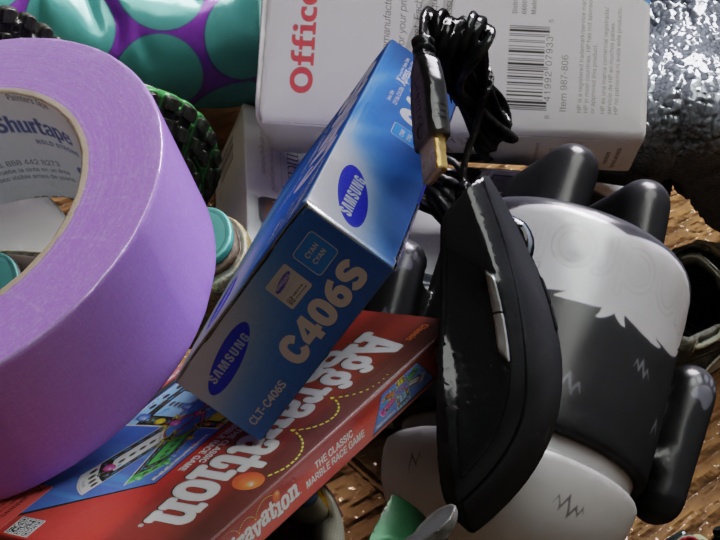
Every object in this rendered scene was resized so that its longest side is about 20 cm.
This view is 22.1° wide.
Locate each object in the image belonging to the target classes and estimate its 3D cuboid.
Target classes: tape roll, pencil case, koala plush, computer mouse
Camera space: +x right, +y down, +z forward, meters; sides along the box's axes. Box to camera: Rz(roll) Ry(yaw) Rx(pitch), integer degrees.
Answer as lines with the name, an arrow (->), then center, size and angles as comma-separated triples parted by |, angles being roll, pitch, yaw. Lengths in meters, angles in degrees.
tape roll -> -0.161, -0.002, 0.740 | 0.198, 0.066, 0.201 | -12, 45, 13
pencil case -> -0.133, -0.137, 1.024 | 0.198, 0.094, 0.085 | 0, 15, -20
koala plush -> 0.189, -0.139, 1.090 | 0.175, 0.184, 0.202 | 4, 75, 7
computer mouse -> 0.079, -0.031, 0.982 | 0.198, 0.044, 0.109 | 6, 0, -40
computer mouse -> 0.053, -0.004, 0.728 | 0.045, 0.141, 0.202 | -3, 69, 14

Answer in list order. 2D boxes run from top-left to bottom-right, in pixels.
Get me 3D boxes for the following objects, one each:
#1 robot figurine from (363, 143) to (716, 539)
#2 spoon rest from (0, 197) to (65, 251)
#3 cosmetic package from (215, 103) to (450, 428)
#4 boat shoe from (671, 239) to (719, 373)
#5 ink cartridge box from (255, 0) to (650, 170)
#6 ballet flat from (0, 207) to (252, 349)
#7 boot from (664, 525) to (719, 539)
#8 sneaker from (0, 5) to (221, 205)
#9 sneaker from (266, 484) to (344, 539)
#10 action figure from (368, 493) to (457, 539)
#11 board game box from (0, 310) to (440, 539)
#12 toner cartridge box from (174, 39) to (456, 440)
robot figurine -> 0.082, 0.046, 0.851 | 0.149, 0.125, 0.202 | 9, 68, 21
spoon rest -> -0.224, -0.051, 0.892 | 0.199, 0.061, 0.099 | 32, 30, 13
cosmetic package -> 0.000, 0.000, 0.985 | 0.149, 0.052, 0.201 | 18, 32, -17
boat shoe -> 0.199, 0.019, 1.079 | 0.070, 0.064, 0.200 | 31, 31, 10
ink cartridge box -> 0.050, -0.135, 0.966 | 0.197, 0.146, 0.084 | 3, -8, 4
ballet flat -> -0.142, 0.023, 0.823 | 0.198, 0.071, 0.071 | -12, 38, -3
boot -> 0.190, 0.164, 0.791 | 0.155, 0.073, 0.204 | 57, 35, -9
sneaker -> -0.147, -0.081, 0.931 | 0.200, 0.078, 0.085 | 39, -5, -42
sneaker -> -0.051, 0.100, 0.760 | 0.074, 0.091, 0.200 | -4, 42, -38
action figure -> 0.081, 0.180, 0.713 | 0.200, 0.054, 0.118 | 49, 23, -20
board game box -> -0.051, 0.065, 0.728 | 0.102, 0.020, 0.200 | 6, 28, 32
toner cartridge box -> -0.012, -0.020, 0.763 | 0.043, 0.095, 0.200 | 34, 25, -6
